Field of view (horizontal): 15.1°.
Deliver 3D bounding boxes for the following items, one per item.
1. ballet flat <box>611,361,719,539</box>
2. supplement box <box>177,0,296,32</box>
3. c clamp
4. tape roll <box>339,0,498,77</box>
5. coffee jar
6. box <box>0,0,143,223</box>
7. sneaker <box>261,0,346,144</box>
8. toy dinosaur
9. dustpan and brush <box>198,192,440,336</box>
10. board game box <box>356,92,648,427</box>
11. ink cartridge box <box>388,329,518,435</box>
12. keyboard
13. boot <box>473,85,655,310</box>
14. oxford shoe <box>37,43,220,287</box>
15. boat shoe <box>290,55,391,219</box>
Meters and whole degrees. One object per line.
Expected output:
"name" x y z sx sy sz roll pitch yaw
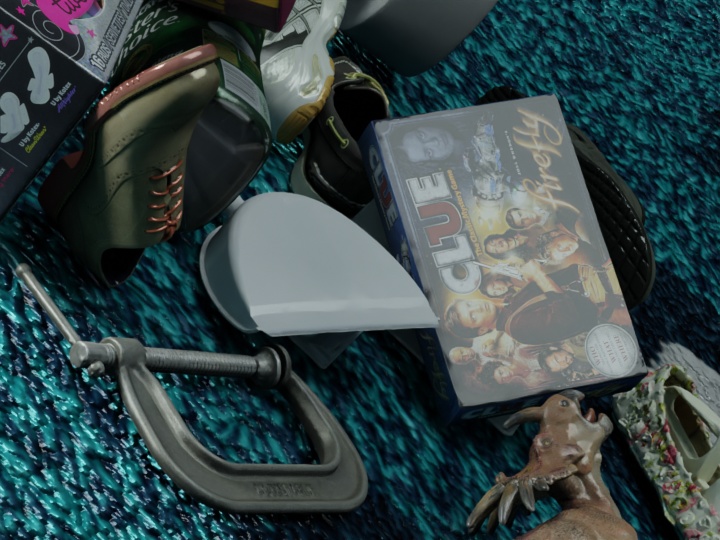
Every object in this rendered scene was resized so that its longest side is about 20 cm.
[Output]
"ballet flat" 0.229 0.139 1.823 0.076 0.064 0.200 18 33 -45
"supplement box" -0.124 -0.233 1.635 0.199 0.110 0.086 18 60 7
"c clamp" -0.081 0.068 1.509 0.200 0.027 0.171 13 37 -48
"tape roll" 0.064 -0.247 2.056 0.066 0.200 0.200 34 25 -18
"coffee jar" -0.109 -0.116 1.686 0.085 0.104 0.200 35 23 -22
"box" -0.204 -0.132 1.526 0.115 0.132 0.200 35 25 -12
"sneaker" -0.064 -0.171 1.883 0.088 0.076 0.200 33 24 -18
"toy dinosaur" 0.110 0.171 1.552 0.135 0.086 0.200 35 36 0
"dustpan and brush" -0.055 -0.019 1.666 0.139 0.057 0.200 -2 48 -36
"board game box" 0.090 -0.009 1.738 0.135 0.035 0.201 -10 71 -22
"ink cartridge box" 0.102 0.023 1.817 0.115 0.068 0.200 41 24 2
"keyboard" 0.000 0.000 1.726 0.056 0.011 0.200 38 35 5
"boot" 0.165 -0.046 1.876 0.130 0.068 0.200 19 32 -53
"oxford shoe" -0.112 -0.057 1.482 0.070 0.200 0.075 -25 78 -29
"boat shoe" -0.005 -0.099 1.870 0.072 0.061 0.201 35 24 -18
